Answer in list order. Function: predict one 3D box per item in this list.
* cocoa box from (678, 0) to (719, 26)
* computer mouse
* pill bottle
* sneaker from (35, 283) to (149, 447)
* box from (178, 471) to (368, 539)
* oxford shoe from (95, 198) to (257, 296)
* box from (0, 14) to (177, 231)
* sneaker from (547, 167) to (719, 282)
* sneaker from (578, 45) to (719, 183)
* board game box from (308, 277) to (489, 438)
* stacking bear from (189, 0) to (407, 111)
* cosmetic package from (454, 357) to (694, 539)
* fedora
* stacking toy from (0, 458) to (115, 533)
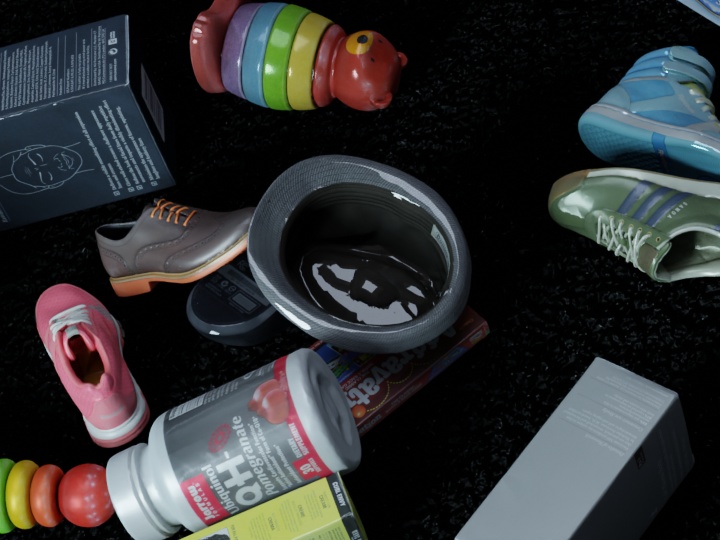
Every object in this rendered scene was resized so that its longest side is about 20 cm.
[{"bbox_3d":[0.404,-0.281,1.666,0.132,0.132,0.200,-13,40,-36],"label":"cocoa box"},{"bbox_3d":[-0.070,0.015,1.664,0.199,0.053,0.138,-33,50,-24],"label":"computer mouse"},{"bbox_3d":[-0.108,0.153,1.507,0.198,0.111,0.111,-26,47,12],"label":"pill bottle"},{"bbox_3d":[-0.251,0.066,1.651,0.073,0.087,0.201,-29,49,-8],"label":"sneaker"},{"bbox_3d":[-0.093,0.239,1.467,0.198,0.076,0.050,-24,46,-1],"label":"box"},{"bbox_3d":[-0.169,-0.032,1.667,0.199,0.073,0.071,-17,19,33],"label":"oxford shoe"},{"bbox_3d":[-0.300,-0.145,1.800,0.198,0.149,0.108,-14,48,6],"label":"box"},{"bbox_3d":[0.255,-0.034,1.579,0.198,0.067,0.090,6,48,18],"label":"sneaker"},{"bbox_3d":[0.311,-0.143,1.646,0.199,0.080,0.131,24,64,32],"label":"sneaker"},{"bbox_3d":[0.008,0.083,1.598,0.199,0.020,0.103,-38,52,-14],"label":"board game box"},{"bbox_3d":[-0.055,-0.212,1.804,0.198,0.114,0.122,14,48,14],"label":"stacking bear"},{"bbox_3d":[0.169,0.181,1.407,0.090,0.107,0.201,23,63,33],"label":"cosmetic package"},{"bbox_3d":[0.000,0.000,1.582,0.198,0.091,0.178,20,64,7],"label":"fedora"},{"bbox_3d":[-0.308,0.196,1.571,0.198,0.086,0.086,-2,51,11],"label":"stacking toy"}]
